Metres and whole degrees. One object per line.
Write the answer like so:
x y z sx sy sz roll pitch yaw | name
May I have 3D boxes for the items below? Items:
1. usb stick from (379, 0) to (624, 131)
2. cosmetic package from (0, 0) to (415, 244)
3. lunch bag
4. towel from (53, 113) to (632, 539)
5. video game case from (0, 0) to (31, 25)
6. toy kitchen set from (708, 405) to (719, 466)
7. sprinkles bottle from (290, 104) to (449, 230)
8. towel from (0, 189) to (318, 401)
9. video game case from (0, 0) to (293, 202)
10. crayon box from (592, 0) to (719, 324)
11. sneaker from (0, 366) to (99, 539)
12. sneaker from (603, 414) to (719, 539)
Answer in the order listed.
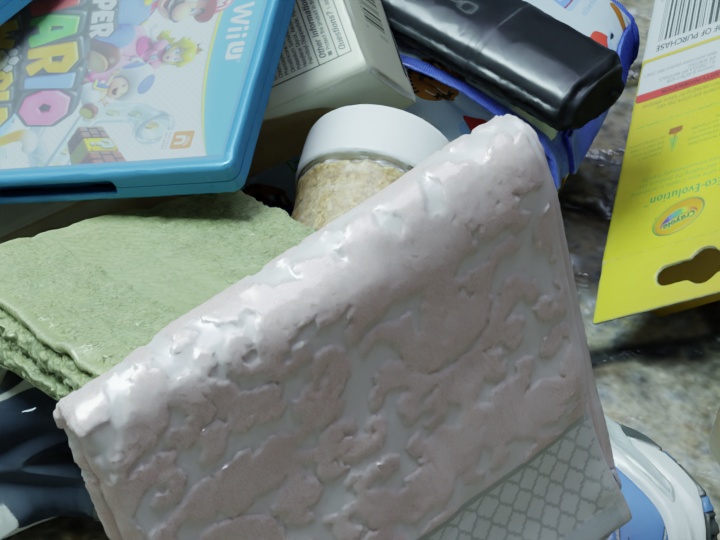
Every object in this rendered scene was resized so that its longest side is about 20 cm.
0.029 -0.123 1.293 0.200 0.033 0.055 31 46 21 | usb stick
-0.088 -0.087 1.264 0.200 0.071 0.105 -22 74 15 | cosmetic package
0.024 -0.090 1.375 0.200 0.124 0.170 8 30 15 | lunch bag
0.004 0.069 1.008 0.200 0.191 0.032 -34 36 -22 | towel
-0.235 -0.136 1.218 0.200 0.018 0.143 27 57 34 | video game case
0.190 0.058 1.078 0.163 0.200 0.181 -5 42 -20 | toy kitchen set
-0.010 0.027 1.164 0.068 0.068 0.200 11 55 5 | sprinkles bottle
-0.067 0.017 1.085 0.148 0.037 0.200 -19 25 -30 | towel
-0.129 -0.089 1.190 0.200 0.018 0.143 -2 51 21 | video game case
0.184 -0.058 1.318 0.127 0.051 0.200 -16 46 40 | crayon box
-0.158 0.057 1.150 0.199 0.080 0.130 -12 17 -1 | sneaker
0.057 0.072 1.164 0.077 0.076 0.200 -14 36 -38 | sneaker
